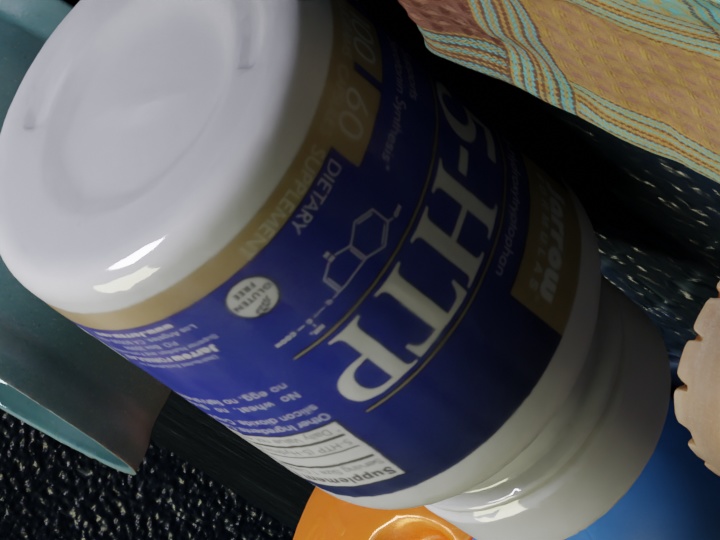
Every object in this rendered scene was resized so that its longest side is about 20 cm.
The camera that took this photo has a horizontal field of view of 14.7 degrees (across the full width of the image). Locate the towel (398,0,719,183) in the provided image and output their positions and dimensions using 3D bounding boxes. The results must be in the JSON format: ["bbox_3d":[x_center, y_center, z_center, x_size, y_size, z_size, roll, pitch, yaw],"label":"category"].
[{"bbox_3d":[0.078,-0.045,0.630,0.199,0.022,0.147,26,170,28],"label":"towel"}]

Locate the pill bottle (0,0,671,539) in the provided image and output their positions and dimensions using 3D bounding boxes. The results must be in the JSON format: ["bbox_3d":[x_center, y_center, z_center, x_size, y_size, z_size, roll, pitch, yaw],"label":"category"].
[{"bbox_3d":[0.000,0.000,0.814,0.200,0.120,0.119,37,169,-39],"label":"pill bottle"}]

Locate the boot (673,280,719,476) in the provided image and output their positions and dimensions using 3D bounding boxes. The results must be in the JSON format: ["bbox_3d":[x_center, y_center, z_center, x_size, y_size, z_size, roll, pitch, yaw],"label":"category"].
[{"bbox_3d":[0.169,0.060,0.670,0.107,0.075,0.200,23,180,42],"label":"boot"}]

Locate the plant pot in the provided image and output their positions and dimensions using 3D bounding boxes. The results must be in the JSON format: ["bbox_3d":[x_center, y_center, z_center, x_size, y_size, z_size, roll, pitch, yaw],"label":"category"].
[{"bbox_3d":[-0.137,-0.032,1.045,0.200,0.135,0.200,29,171,5],"label":"plant pot"}]

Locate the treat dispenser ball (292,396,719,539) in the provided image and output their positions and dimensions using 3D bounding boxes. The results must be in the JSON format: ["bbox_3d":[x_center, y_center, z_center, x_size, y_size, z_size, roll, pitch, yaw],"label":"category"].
[{"bbox_3d":[0.068,0.135,1.074,0.200,0.201,0.201,30,171,5],"label":"treat dispenser ball"}]
